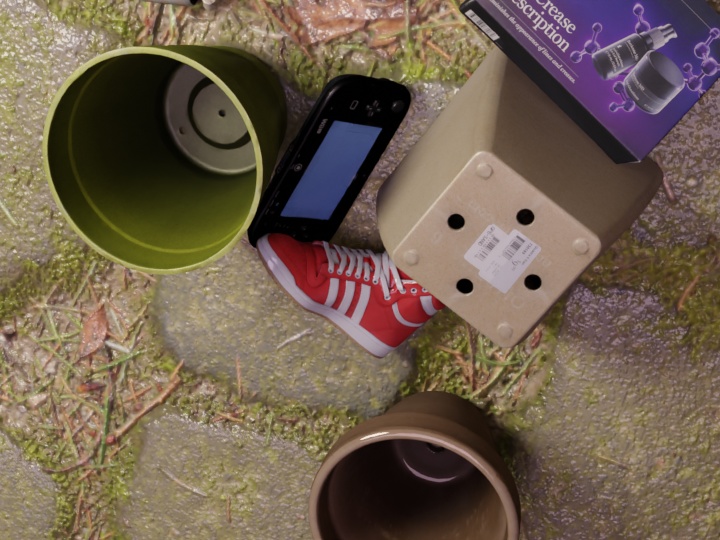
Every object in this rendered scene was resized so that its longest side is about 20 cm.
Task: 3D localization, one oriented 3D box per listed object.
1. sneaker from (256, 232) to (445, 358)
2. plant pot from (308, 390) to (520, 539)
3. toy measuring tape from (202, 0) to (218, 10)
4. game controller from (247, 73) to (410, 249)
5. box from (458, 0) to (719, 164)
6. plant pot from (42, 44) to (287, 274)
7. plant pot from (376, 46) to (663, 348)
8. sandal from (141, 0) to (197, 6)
[{"bbox_3d":[0.000,0.000,1.498,0.112,0.071,0.200,-36,133,20],"label":"sneaker"},{"bbox_3d":[0.065,0.204,1.537,0.200,0.175,0.201,5,112,11],"label":"plant pot"},{"bbox_3d":[-0.039,-0.260,1.407,0.200,0.074,0.074,-28,105,-4],"label":"toy measuring tape"},{"bbox_3d":[-0.031,-0.097,1.481,0.042,0.104,0.200,45,118,28],"label":"game controller"},{"bbox_3d":[0.207,-0.210,1.364,0.200,0.079,0.141,43,86,-7],"label":"box"},{"bbox_3d":[-0.155,-0.123,1.438,0.200,0.193,0.201,5,110,13],"label":"plant pot"},{"bbox_3d":[0.130,-0.048,1.418,0.200,0.177,0.200,38,115,-4],"label":"plant pot"},{"bbox_3d":[-0.149,-0.270,1.443,0.206,0.079,0.059,-6,108,12],"label":"sandal"}]
